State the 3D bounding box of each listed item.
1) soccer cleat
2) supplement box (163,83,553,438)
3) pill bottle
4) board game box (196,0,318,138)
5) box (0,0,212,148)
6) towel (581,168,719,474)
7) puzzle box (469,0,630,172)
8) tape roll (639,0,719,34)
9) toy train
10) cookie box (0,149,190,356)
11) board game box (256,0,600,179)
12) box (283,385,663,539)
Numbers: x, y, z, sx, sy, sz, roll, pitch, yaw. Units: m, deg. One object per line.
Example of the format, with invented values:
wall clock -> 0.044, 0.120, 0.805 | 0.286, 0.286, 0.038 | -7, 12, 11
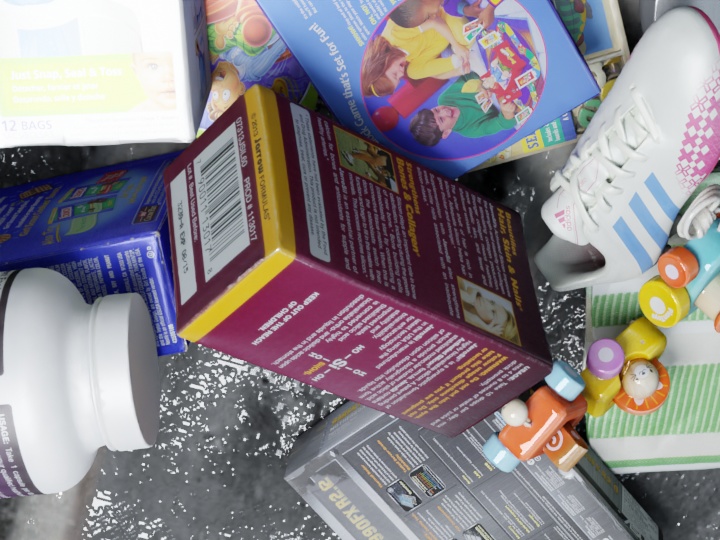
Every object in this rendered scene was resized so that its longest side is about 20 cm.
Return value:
soccer cleat -> 0.147, -0.056, 0.936 | 0.085, 0.070, 0.201 | -19, 146, -20
supplement box -> 0.000, 0.000, 0.903 | 0.199, 0.111, 0.085 | 24, 133, -36
pill bottle -> -0.205, 0.060, 0.852 | 0.197, 0.113, 0.114 | -6, 112, 4
board game box -> -0.114, -0.153, 0.983 | 0.197, 0.045, 0.136 | 11, 111, -3
box -> -0.143, -0.177, 0.895 | 0.111, 0.102, 0.202 | -2, 111, 1
towel -> 0.211, 0.033, 1.064 | 0.150, 0.023, 0.203 | -3, 110, 2
puzzle box -> 0.080, -0.163, 0.986 | 0.131, 0.025, 0.202 | -15, 111, 8
tape roll -> 0.261, -0.153, 0.965 | 0.197, 0.066, 0.203 | 0, 112, 1
toy train -> 0.163, 0.046, 0.979 | 0.056, 0.150, 0.200 | 44, 102, 17
cookie box -> -0.191, 0.003, 0.980 | 0.197, 0.171, 0.076 | -11, 108, 6
board game box -> 0.026, -0.148, 0.926 | 0.134, 0.045, 0.201 | -30, 121, 10
box -> 0.074, 0.150, 1.085 | 0.158, 0.048, 0.200 | -35, 107, 25
